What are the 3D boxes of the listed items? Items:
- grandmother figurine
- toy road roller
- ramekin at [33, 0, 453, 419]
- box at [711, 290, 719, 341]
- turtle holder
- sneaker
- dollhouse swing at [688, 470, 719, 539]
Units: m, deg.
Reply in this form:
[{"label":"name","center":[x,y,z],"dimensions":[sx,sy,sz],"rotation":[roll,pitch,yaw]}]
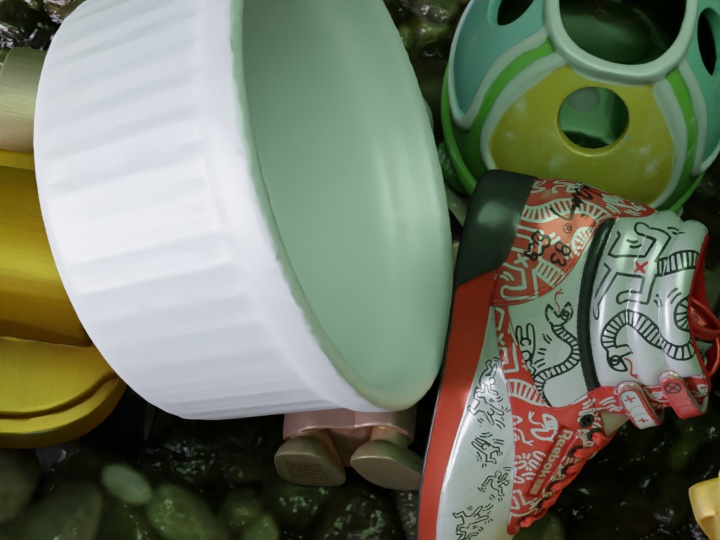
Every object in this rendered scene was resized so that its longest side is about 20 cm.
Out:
[{"label":"grandmother figurine","center":[0.000,0.000,0.778],"dimensions":[0.121,0.061,0.200],"rotation":[5,65,7]},{"label":"toy road roller","center":[-0.137,-0.021,0.726],"dimensions":[0.123,0.146,0.200],"rotation":[9,67,-1]},{"label":"ramekin","center":[-0.044,-0.035,0.668],"dimensions":[0.098,0.200,0.201],"rotation":[-13,66,21]},{"label":"box","center":[0.248,-0.024,0.738],"dimensions":[0.137,0.040,0.200],"rotation":[25,61,6]},{"label":"turtle holder","center":[0.099,-0.080,0.775],"dimensions":[0.141,0.132,0.186],"rotation":[37,70,10]},{"label":"sneaker","center":[0.088,0.063,0.691],"dimensions":[0.108,0.067,0.201],"rotation":[12,109,15]},{"label":"dollhouse swing","center":[0.229,0.163,0.663],"dimensions":[0.182,0.176,0.200],"rotation":[-8,68,-7]}]
